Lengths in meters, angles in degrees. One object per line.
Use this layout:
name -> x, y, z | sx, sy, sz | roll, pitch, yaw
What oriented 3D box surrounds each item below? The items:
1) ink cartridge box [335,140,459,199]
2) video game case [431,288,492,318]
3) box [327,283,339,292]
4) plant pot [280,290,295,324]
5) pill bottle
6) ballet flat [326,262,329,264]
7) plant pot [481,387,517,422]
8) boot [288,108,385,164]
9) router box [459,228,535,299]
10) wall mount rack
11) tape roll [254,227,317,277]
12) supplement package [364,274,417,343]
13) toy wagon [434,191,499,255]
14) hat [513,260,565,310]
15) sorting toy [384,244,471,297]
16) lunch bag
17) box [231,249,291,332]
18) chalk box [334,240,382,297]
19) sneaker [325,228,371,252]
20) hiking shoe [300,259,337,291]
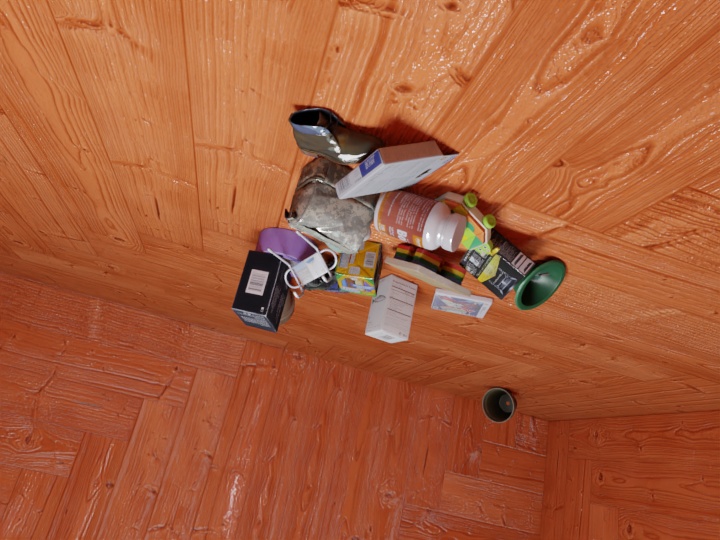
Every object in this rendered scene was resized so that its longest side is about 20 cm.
ink cartridge box -> 0.073, -0.214, 1.122 | 0.198, 0.044, 0.196 | -16, 175, -32
video game case -> 0.359, 0.120, 1.900 | 0.197, 0.023, 0.183 | 11, 159, 6
box -> -0.090, 0.058, 1.929 | 0.120, 0.033, 0.199 | -2, 170, 36
plant pot -> -0.344, 0.091, 2.051 | 0.198, 0.202, 0.175 | 15, 143, -6
pill bottle -> 0.139, -0.115, 1.232 | 0.198, 0.113, 0.112 | 22, 165, 26
ballet flat -> -0.040, 0.015, 1.837 | 0.198, 0.071, 0.065 | 23, -175, -19
plant pot -> 0.853, 0.799, 3.164 | 0.198, 0.203, 0.173 | -4, 171, 37
boot -> -0.052, -0.271, 1.066 | 0.197, 0.076, 0.097 | 8, 162, 19
router box -> 0.356, -0.018, 1.404 | 0.157, 0.052, 0.200 | 42, 163, 11
wall mount rack -> -0.174, -0.022, 1.564 | 0.199, 0.175, 0.075 | -28, -177, 25
tape roll -> -0.242, -0.056, 1.723 | 0.197, 0.086, 0.200 | 11, 159, 4
supplement package -> 0.107, 0.135, 1.837 | 0.116, 0.202, 0.117 | 21, 158, -22
toy wagon -> 0.257, -0.103, 1.274 | 0.200, 0.040, 0.155 | 45, 152, -11
hat -> 0.461, 0.002, 1.527 | 0.164, 0.177, 0.201 | 14, 119, -38
sorting toy -> 0.202, -0.006, 1.533 | 0.197, 0.070, 0.200 | 25, 177, -25
lunch bag -> -0.068, -0.147, 1.260 | 0.199, 0.170, 0.139 | 26, 156, -30
box -> -0.310, 0.070, 1.688 | 0.116, 0.199, 0.200 | 11, 160, 6
chalk box -> 0.000, 0.000, 1.663 | 0.122, 0.126, 0.200 | 10, 158, 8
sneaker -> -0.032, -0.096, 1.502 | 0.199, 0.074, 0.118 | 10, 155, 38
hiking shoe -> -0.106, 0.018, 1.751 | 0.198, 0.076, 0.101 | -13, 162, -36
